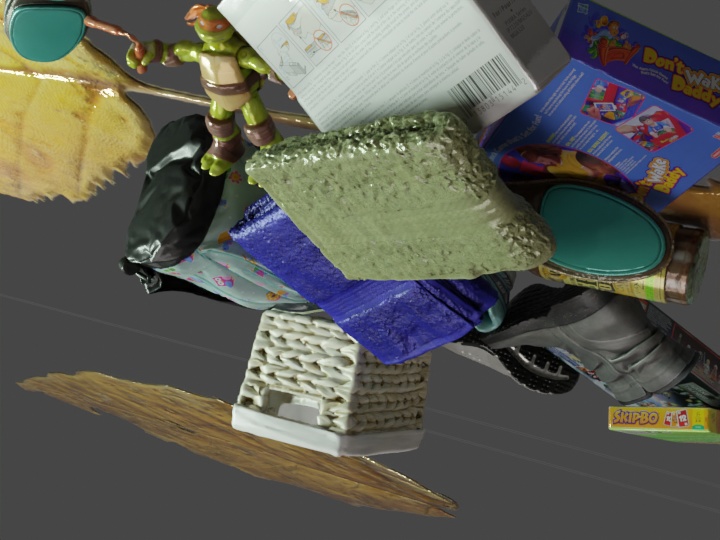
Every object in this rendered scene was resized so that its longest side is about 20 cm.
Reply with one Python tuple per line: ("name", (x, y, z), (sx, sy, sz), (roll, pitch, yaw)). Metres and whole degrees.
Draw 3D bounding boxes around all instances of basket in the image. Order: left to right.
("basket", (-0.020, 0.115, 1.083), (0.134, 0.125, 0.200), (9, 177, 26))

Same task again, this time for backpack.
("backpack", (-0.109, -0.037, 0.992), (0.126, 0.168, 0.199), (-5, 153, 45))

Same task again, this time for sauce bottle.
("sauce bottle", (0.180, -0.019, 0.864), (0.198, 0.065, 0.065), (10, 156, 28))

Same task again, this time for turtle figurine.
("turtle figurine", (-0.112, -0.149, 0.835), (0.198, 0.065, 0.162), (7, 137, 14))

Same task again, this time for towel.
("towel", (0.000, 0.000, 0.889), (0.200, 0.050, 0.147), (40, 133, -20))
("towel", (0.022, -0.046, 0.721), (0.199, 0.037, 0.148), (-4, 141, 44))

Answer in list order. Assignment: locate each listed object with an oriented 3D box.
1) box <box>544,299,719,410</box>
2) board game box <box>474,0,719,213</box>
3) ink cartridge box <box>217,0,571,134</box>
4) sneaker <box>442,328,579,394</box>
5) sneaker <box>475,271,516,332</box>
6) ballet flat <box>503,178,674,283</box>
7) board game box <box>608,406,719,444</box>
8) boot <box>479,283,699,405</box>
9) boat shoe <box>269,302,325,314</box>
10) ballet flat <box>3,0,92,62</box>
("box", (0.282, 0.091, 1.057), (0.199, 0.040, 0.136), (34, 155, -26))
("board game box", (0.163, -0.093, 0.727), (0.133, 0.045, 0.200), (24, 159, -4))
("ink cartridge box", (0.013, -0.155, 0.677), (0.177, 0.045, 0.200), (51, 148, -8))
("sneaker", (0.144, 0.070, 1.128), (0.199, 0.074, 0.080), (28, 173, -2))
("sneaker", (0.058, -0.008, 0.953), (0.199, 0.087, 0.078), (22, 142, -19))
("ballet flat", (0.132, -0.034, 0.768), (0.198, 0.071, 0.065), (14, -177, 24))
("board game box", (0.323, 0.151, 1.012), (0.095, 0.030, 0.199), (-4, 164, 36))
("boot", (0.203, 0.074, 0.966), (0.132, 0.070, 0.200), (46, 154, -9))
("boat shoe", (-0.040, 0.011, 1.150), (0.198, 0.075, 0.062), (6, 149, 25))
("ballet flat", (-0.237, -0.224, 0.798), (0.067, 0.064, 0.200), (1, 167, -17))
